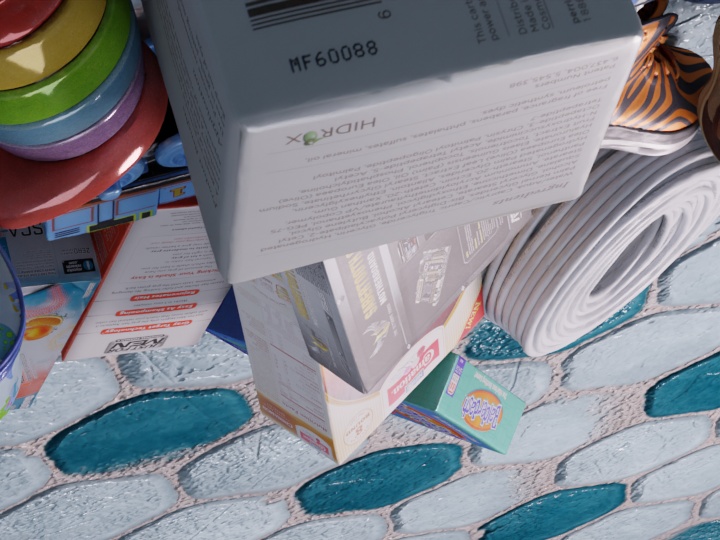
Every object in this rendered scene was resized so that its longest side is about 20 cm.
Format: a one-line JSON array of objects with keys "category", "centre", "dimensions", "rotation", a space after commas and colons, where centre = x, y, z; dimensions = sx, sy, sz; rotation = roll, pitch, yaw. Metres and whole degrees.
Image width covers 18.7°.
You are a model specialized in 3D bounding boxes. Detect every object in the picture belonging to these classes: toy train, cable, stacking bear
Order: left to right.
[{"category": "stacking bear", "centre": [-0.173, -0.128, 1.066], "dimensions": [0.113, 0.122, 0.200], "rotation": [-17, 150, 4]}, {"category": "toy train", "centre": [-0.104, -0.084, 1.246], "dimensions": [0.199, 0.087, 0.114], "rotation": [-16, 166, -11]}, {"category": "cable", "centre": [0.166, -0.026, 1.477], "dimensions": [0.200, 0.069, 0.200], "rotation": [-24, 154, -46]}]

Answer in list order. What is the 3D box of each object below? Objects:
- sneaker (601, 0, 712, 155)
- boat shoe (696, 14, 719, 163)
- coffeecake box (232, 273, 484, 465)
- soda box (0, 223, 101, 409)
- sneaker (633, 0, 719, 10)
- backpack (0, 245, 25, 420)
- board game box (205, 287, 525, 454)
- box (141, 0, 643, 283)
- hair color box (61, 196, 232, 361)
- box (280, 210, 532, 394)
[{"category": "sneaker", "centre": [0.172, -0.132, 1.345], "dimensions": [0.200, 0.078, 0.112], "rotation": [-18, 145, -47]}, {"category": "boat shoe", "centre": [0.247, -0.088, 1.333], "dimensions": [0.072, 0.072, 0.200], "rotation": [-7, 155, 3]}, {"category": "coffeecake box", "centre": [0.000, 0.000, 1.368], "dimensions": [0.154, 0.073, 0.200], "rotation": [-45, 150, -25]}, {"category": "soda box", "centre": [-0.226, 0.024, 1.405], "dimensions": [0.063, 0.069, 0.200], "rotation": [-7, 156, -25]}, {"category": "sneaker", "centre": [0.164, -0.169, 1.245], "dimensions": [0.200, 0.081, 0.146], "rotation": [-34, 149, 21]}, {"category": "backpack", "centre": [-0.293, 0.034, 1.237], "dimensions": [0.199, 0.183, 0.147], "rotation": [-24, 158, -23]}, {"category": "board game box", "centre": [0.001, 0.066, 1.551], "dimensions": [0.199, 0.045, 0.152], "rotation": [18, 171, 27]}, {"category": "box", "centre": [0.003, -0.132, 1.058], "dimensions": [0.199, 0.200, 0.171], "rotation": [-13, 157, -12]}, {"category": "hair color box", "centre": [-0.129, -0.017, 1.399], "dimensions": [0.101, 0.061, 0.200], "rotation": [-6, 153, -26]}, {"category": "box", "centre": [0.021, -0.045, 1.227], "dimensions": [0.158, 0.048, 0.200], "rotation": [-45, 150, -18]}]
